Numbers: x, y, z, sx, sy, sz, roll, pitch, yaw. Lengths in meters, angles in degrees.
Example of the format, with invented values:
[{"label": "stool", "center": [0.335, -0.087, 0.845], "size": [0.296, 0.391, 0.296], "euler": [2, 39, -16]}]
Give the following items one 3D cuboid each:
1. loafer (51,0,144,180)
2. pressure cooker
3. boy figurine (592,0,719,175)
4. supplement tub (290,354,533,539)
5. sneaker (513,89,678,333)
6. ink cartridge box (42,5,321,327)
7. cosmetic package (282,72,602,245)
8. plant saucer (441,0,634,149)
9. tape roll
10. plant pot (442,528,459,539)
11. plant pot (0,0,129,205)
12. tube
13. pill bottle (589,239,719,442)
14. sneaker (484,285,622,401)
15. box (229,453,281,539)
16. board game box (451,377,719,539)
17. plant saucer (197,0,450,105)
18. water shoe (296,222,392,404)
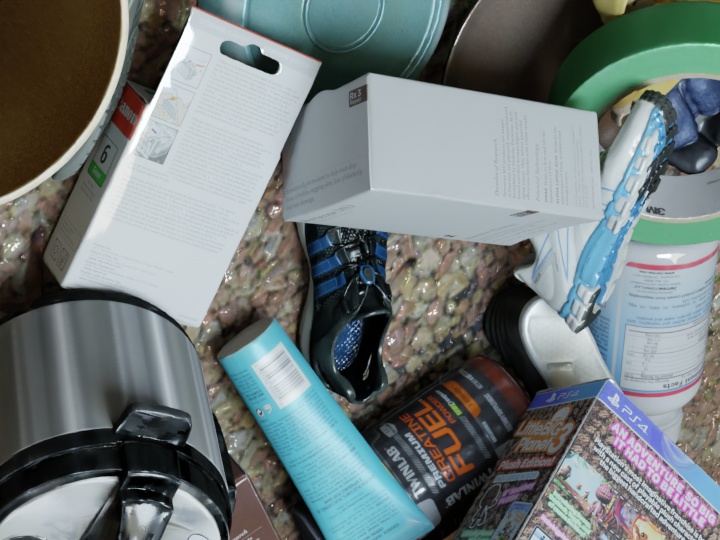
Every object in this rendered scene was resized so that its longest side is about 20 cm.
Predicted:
[{"label": "loafer", "center": [-0.171, -0.154, 0.980], "size": [0.069, 0.075, 0.202], "euler": [17, 108, -5]}, {"label": "pressure cooker", "center": [-0.172, 0.137, 1.017], "size": [0.177, 0.201, 0.177], "euler": [-19, 134, 0]}, {"label": "boy figurine", "center": [0.227, -0.167, 1.191], "size": [0.124, 0.065, 0.201], "euler": [-38, 132, -3]}, {"label": "supplement tub", "center": [0.045, 0.161, 1.258], "size": [0.199, 0.107, 0.108], "euler": [-34, 129, -15]}, {"label": "sneaker", "center": [0.160, -0.050, 1.152], "size": [0.075, 0.086, 0.201], "euler": [-36, 153, -49]}, {"label": "ink cartridge box", "center": [-0.118, -0.071, 1.057], "size": [0.108, 0.050, 0.202], "euler": [19, 104, -35]}, {"label": "cosmetic package", "center": [0.055, -0.071, 1.087], "size": [0.198, 0.112, 0.082], "euler": [3, 79, -32]}, {"label": "plant saucer", "center": [0.137, -0.150, 1.201], "size": [0.198, 0.032, 0.202], "euler": [-16, 121, -27]}, {"label": "tape roll", "center": [0.235, -0.103, 1.167], "size": [0.198, 0.049, 0.202], "euler": [4, 138, 3]}, {"label": "plant pot", "center": [0.085, 0.288, 1.270], "size": [0.199, 0.141, 0.200], "euler": [-33, 170, -7]}, {"label": "plant pot", "center": [-0.243, -0.154, 0.835], "size": [0.185, 0.200, 0.188], "euler": [-16, 123, -26]}, {"label": "tube", "center": [-0.030, 0.129, 1.173], "size": [0.077, 0.050, 0.201], "euler": [-30, 102, 11]}, {"label": "pill bottle", "center": [0.232, 0.046, 1.319], "size": [0.108, 0.109, 0.202], "euler": [-15, 122, -26]}, {"label": "sneaker", "center": [0.163, 0.095, 1.295], "size": [0.070, 0.099, 0.202], "euler": [-27, 111, -9]}, {"label": "box", "center": [-0.099, 0.211, 1.194], "size": [0.074, 0.100, 0.201], "euler": [-31, 127, -15]}, {"label": "board game box", "center": [0.162, 0.210, 1.173], "size": [0.159, 0.097, 0.201], "euler": [43, 64, -15]}, {"label": "plant saucer", "center": [-0.015, -0.181, 1.087], "size": [0.198, 0.027, 0.202], "euler": [-16, 123, -26]}, {"label": "water shoe", "center": [0.000, 0.000, 1.159], "size": [0.071, 0.079, 0.202], "euler": [-15, 122, -27]}]
